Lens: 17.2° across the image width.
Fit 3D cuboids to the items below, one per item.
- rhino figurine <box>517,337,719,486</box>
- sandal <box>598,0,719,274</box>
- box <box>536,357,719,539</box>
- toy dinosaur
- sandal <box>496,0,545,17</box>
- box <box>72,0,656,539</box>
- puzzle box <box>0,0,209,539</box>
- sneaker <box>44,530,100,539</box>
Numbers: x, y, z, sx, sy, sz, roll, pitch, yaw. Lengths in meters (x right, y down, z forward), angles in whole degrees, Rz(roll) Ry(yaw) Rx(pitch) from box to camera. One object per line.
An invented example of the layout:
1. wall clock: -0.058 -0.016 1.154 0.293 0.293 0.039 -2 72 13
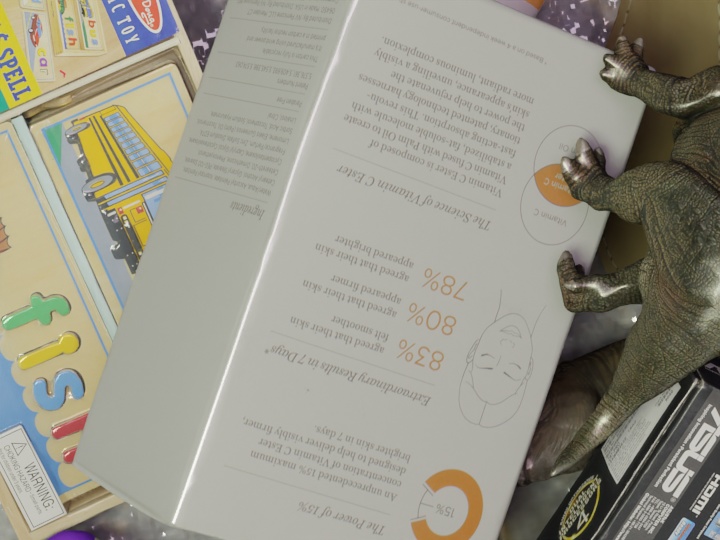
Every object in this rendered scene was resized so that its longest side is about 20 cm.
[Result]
1. rhino figurine: 0.126 0.051 0.886 0.200 0.088 0.060 -7 124 -4
2. sandal: 0.136 -0.097 0.901 0.070 0.078 0.212 -8 103 -36
3. box: 0.126 0.145 0.844 0.161 0.049 0.200 28 104 -13
4. toy dinosaur: 0.119 -0.022 0.776 0.200 0.102 0.077 -51 129 -20
5. sandal: 0.057 -0.162 0.906 0.079 0.059 0.207 27 84 -2
6. box: 0.000 0.000 0.830 0.124 0.097 0.200 20 89 -29
7. puzzle box: -0.103 -0.013 0.862 0.133 0.025 0.200 -25 110 -6
8. sneaker: -0.035 0.151 0.837 0.099 0.070 0.200 -41 59 -2
